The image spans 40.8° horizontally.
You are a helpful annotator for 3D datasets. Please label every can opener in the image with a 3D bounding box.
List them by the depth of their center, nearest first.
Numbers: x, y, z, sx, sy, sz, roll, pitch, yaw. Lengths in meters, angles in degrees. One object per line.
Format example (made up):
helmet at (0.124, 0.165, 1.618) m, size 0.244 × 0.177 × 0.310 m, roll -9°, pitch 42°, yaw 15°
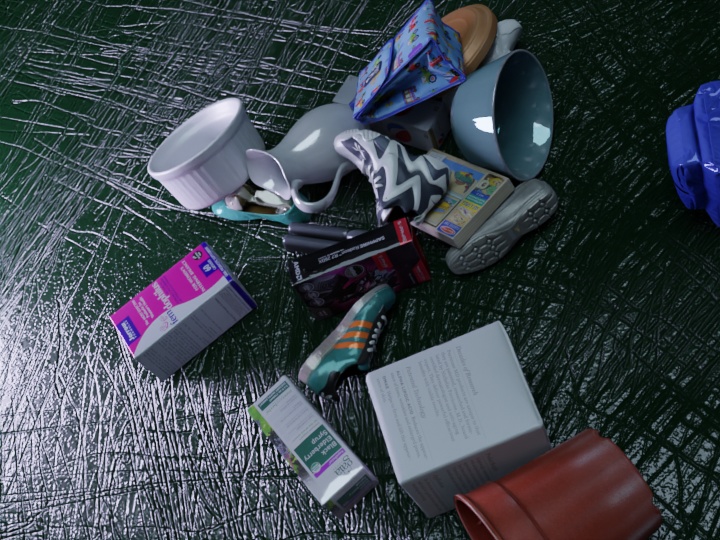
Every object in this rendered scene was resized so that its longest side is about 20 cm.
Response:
can opener at (-0.037, -0.053, 1.576) m, size 0.199 × 0.067 × 0.053 m, roll 6°, pitch 56°, yaw 28°

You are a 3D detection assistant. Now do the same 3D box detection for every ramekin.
ramekin at (-0.260, -0.197, 1.675) m, size 0.199 × 0.098 × 0.201 m, roll -27°, pitch 30°, yaw 17°

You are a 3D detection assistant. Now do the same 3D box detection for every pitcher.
pitcher at (-0.063, -0.183, 1.606) m, size 0.199 × 0.122 × 0.171 m, roll -33°, pitch 61°, yaw -27°

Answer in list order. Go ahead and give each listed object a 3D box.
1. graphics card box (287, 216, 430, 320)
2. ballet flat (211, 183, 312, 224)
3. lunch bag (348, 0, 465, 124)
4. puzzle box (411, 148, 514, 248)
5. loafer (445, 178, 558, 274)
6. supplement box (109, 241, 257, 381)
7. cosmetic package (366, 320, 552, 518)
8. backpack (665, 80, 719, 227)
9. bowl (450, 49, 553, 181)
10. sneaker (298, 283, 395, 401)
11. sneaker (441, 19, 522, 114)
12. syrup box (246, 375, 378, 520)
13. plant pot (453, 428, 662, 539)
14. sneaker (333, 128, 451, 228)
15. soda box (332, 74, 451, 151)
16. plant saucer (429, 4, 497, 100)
graphics card box at (0.000, 0.000, 1.494) m, size 0.199 × 0.126 × 0.051 m, roll -19°, pitch 58°, yaw 7°
ballet flat at (-0.176, -0.122, 1.657) m, size 0.199 × 0.070 × 0.068 m, roll 8°, pitch 65°, yaw 23°
lunch bag at (0.064, -0.319, 1.573) m, size 0.199 × 0.094 × 0.151 m, roll -34°, pitch 31°, yaw 25°
puzzle box at (0.134, -0.118, 1.536) m, size 0.133 × 0.025 × 0.200 m, roll -47°, pitch 38°, yaw -10°
loafer at (0.213, -0.069, 1.499) m, size 0.199 × 0.070 × 0.070 m, roll -35°, pitch 39°, yaw -1°
supplement box at (-0.287, 0.067, 1.571) m, size 0.200 × 0.103 × 0.101 m, roll -40°, pitch 58°, yaw -3°
cosmetic package at (0.138, 0.204, 1.306) m, size 0.199 × 0.165 × 0.166 m, roll -23°, pitch 56°, yaw 5°
backpack at (0.523, -0.157, 1.358) m, size 0.167 × 0.200 × 0.164 m, roll -6°, pitch 62°, yaw 27°
bowl at (0.214, -0.240, 1.528) m, size 0.104 × 0.201 × 0.202 m, roll 1°, pitch 61°, yaw 37°
sneaker at (-0.001, 0.113, 1.471) m, size 0.080 × 0.071 × 0.200 m, roll 37°, pitch 77°, yaw 19°
sneaker at (0.228, -0.332, 1.641) m, size 0.099 × 0.078 × 0.201 m, roll 32°, pitch 84°, yaw 24°
syrup box at (-0.069, 0.255, 1.401) m, size 0.079 × 0.082 × 0.200 m, roll -42°, pitch 56°, yaw -6°
plant pot at (0.251, 0.311, 1.202) m, size 0.194 × 0.201 × 0.201 m, roll -31°, pitch 56°, yaw -10°
sneaker at (0.030, -0.134, 1.514) m, size 0.198 × 0.080 × 0.130 m, roll 24°, pitch 73°, yaw 7°
soda box at (0.054, -0.269, 1.661) m, size 0.199 × 0.068 × 0.064 m, roll 22°, pitch 70°, yaw 28°
plant saucer at (0.146, -0.377, 1.657) m, size 0.200 × 0.032 × 0.201 m, roll -34°, pitch 34°, yaw 27°
